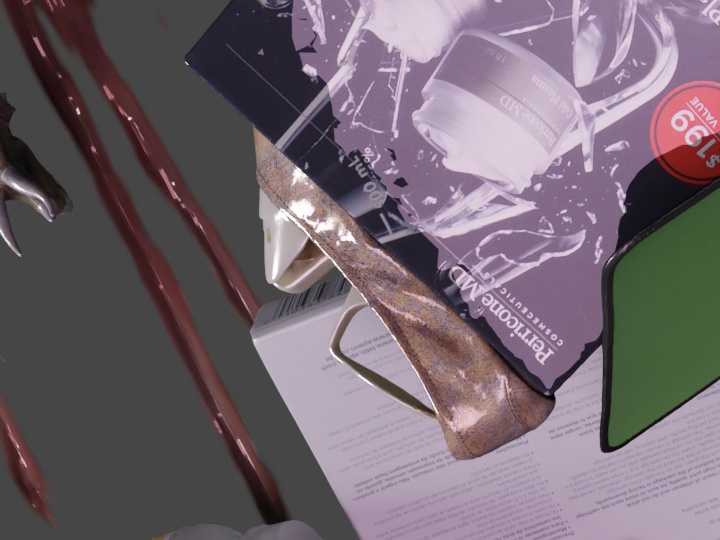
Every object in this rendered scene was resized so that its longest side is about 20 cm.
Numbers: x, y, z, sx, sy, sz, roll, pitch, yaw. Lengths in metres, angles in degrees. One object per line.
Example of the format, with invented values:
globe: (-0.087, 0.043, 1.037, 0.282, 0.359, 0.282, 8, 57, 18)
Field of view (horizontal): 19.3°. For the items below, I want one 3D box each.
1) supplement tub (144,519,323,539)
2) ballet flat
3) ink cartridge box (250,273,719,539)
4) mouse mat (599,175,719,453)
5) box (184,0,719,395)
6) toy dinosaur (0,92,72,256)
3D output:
supplement tub: (-0.106, 0.205, 1.016, 0.199, 0.146, 0.146, -18, 112, 16)
ballet flat: (0.000, 0.000, 0.907, 0.067, 0.068, 0.200, -44, 73, 14)
ink cartridge box: (0.080, 0.071, 0.978, 0.198, 0.041, 0.201, -21, 109, 17)
mouse mat: (0.160, -0.005, 0.844, 0.160, 0.200, 0.008, -33, 66, -11)
box: (0.069, -0.090, 0.842, 0.200, 0.104, 0.182, 42, 111, -2)
toy dinosaur: (-0.220, -0.067, 0.925, 0.198, 0.102, 0.077, 3, 116, 7)
